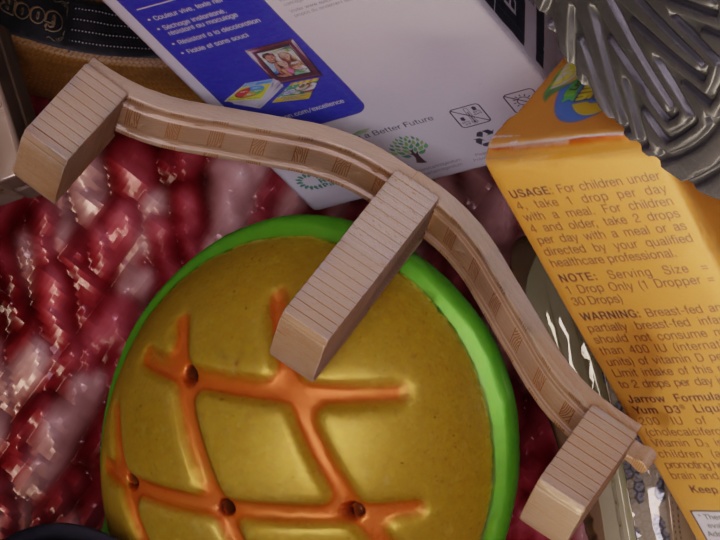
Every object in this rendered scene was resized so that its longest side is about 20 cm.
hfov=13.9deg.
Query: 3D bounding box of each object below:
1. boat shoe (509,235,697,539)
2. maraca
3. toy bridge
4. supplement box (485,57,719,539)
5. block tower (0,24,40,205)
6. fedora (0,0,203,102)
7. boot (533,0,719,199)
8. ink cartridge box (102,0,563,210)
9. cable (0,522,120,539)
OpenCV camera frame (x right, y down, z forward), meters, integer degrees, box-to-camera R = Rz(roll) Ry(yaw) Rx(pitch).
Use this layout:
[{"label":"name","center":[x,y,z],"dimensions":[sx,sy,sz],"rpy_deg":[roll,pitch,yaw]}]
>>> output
[{"label":"boat shoe","center":[0.104,0.077,0.916],"dimensions":[0.062,0.073,0.201],"rpy_deg":[-19,93,9]},{"label":"maraca","center":[-0.027,0.075,0.915],"dimensions":[0.137,0.107,0.201],"rpy_deg":[38,116,17]},{"label":"toy bridge","center":[0.000,0.000,0.847],"dimensions":[0.199,0.027,0.067],"rpy_deg":[33,58,8]},{"label":"supplement box","center":[0.115,0.023,0.841],"dimensions":[0.069,0.067,0.200],"rpy_deg":[-6,125,45]},{"label":"block tower","center":[-0.197,-0.022,0.884],"dimensions":[0.199,0.054,0.058],"rpy_deg":[-20,80,7]},{"label":"fedora","center":[-0.074,-0.128,0.890],"dimensions":[0.199,0.201,0.082],"rpy_deg":[0,59,5]},{"label":"boot","center":[0.128,-0.120,0.797],"dimensions":[0.199,0.066,0.165],"rpy_deg":[-25,70,-32]},{"label":"ink cartridge box","center":[-0.019,-0.089,0.832],"dimensions":[0.099,0.200,0.039],"rpy_deg":[-13,57,25]},{"label":"cable","center":[-0.072,0.155,0.904],"dimensions":[0.200,0.051,0.164],"rpy_deg":[32,137,31]}]
